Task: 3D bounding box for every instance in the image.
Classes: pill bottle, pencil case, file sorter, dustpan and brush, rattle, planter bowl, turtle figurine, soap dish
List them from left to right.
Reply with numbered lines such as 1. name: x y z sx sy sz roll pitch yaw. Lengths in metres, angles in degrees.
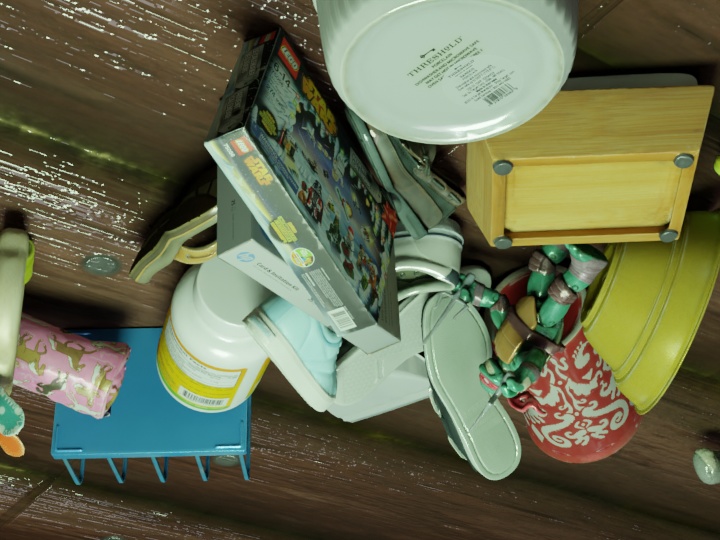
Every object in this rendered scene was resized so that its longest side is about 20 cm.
1. rattle: -0.364 0.059 1.219 0.142 0.203 0.130 12 168 -29
2. pencil case: -0.331 0.080 1.338 0.198 0.083 0.087 20 140 -8
3. file sorter: -0.213 0.149 1.440 0.197 0.140 0.123 -2 152 0
4. pill bottle: -0.131 0.053 1.290 0.110 0.112 0.200 7 154 -13
5. dustpan and brush: -0.015 0.096 1.450 0.138 0.058 0.200 -21 150 26
6. turtle figurine: 0.143 0.047 1.236 0.100 0.150 0.201 17 112 -41
7. soap dish: 0.188 -0.087 1.127 0.197 0.082 0.158 -2 148 3
8. planter bowl: 0.254 0.021 1.228 0.083 0.202 0.201 22 146 2

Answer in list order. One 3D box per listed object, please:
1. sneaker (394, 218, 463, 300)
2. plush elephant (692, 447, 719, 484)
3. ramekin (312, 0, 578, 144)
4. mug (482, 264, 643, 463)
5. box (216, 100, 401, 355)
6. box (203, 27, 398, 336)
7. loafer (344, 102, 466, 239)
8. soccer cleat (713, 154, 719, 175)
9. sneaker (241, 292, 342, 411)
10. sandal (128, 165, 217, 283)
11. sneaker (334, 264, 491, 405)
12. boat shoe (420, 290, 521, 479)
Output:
1. sneaker: 0.000 0.000 1.267 0.198 0.072 0.073 -12 147 20
2. plush elephant: 0.533 0.248 1.606 0.198 0.166 0.155 -20 171 -26
3. ramekin: 0.062 -0.179 0.955 0.198 0.106 0.201 -1 148 -1
4. mug: 0.186 0.098 1.380 0.176 0.135 0.200 -14 143 16
5. box: -0.041 -0.040 1.125 0.041 0.157 0.199 -25 141 29
6. box: -0.039 -0.068 1.043 0.040 0.138 0.201 -18 125 24
7. loafer: 0.040 -0.097 1.136 0.062 0.072 0.200 -27 151 3
8. soccer cleat: 0.403 -0.097 1.157 0.198 0.065 0.085 5 118 -2
9. sneaker: -0.039 0.066 1.210 0.082 0.074 0.200 -40 160 -5
10. sandal: -0.145 -0.034 1.196 0.054 0.081 0.200 35 143 -15
11. sneaker: 0.033 0.043 1.351 0.199 0.099 0.071 -36 125 -2
12. boat shoe: 0.096 0.110 1.319 0.075 0.202 0.060 -22 -164 -20
